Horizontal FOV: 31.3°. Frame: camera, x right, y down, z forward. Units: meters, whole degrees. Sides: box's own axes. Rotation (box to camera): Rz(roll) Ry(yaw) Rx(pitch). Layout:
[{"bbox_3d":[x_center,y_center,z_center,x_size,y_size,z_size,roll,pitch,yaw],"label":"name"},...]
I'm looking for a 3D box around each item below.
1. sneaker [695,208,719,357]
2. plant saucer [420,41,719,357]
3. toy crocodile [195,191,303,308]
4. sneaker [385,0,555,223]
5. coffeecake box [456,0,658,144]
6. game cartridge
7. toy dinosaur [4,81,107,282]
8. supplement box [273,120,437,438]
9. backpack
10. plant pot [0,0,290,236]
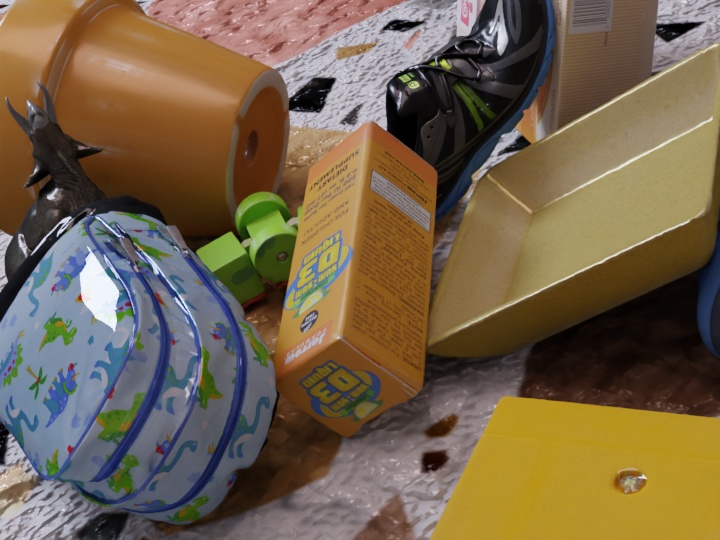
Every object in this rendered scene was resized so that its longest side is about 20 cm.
[{"bbox_3d":[0.220,-0.012,0.751,0.078,0.066,0.200,-3,33,35],"label":"sneaker"},{"bbox_3d":[0.142,-0.033,0.777,0.200,0.048,0.200,-28,23,34],"label":"plant saucer"},{"bbox_3d":[-0.094,0.003,0.882,0.200,0.062,0.068,-25,33,-4],"label":"toy crocodile"},{"bbox_3d":[0.064,-0.122,0.882,0.200,0.083,0.071,-58,32,12],"label":"sneaker"},{"bbox_3d":[0.140,-0.189,0.957,0.073,0.154,0.200,-9,30,-14],"label":"coffeecake box"},{"bbox_3d":[0.115,0.142,0.597,0.176,0.032,0.200,4,40,29],"label":"game cartridge"},{"bbox_3d":[-0.206,-0.014,0.870,0.077,0.200,0.102,1,34,-33],"label":"toy dinosaur"},{"bbox_3d":[0.000,0.000,0.788,0.067,0.069,0.200,-36,32,33],"label":"supplement box"},{"bbox_3d":[-0.136,0.058,0.735,0.200,0.154,0.163,40,95,32],"label":"backpack"},{"bbox_3d":[-0.159,-0.104,0.966,0.183,0.200,0.200,12,40,14],"label":"plant pot"}]
